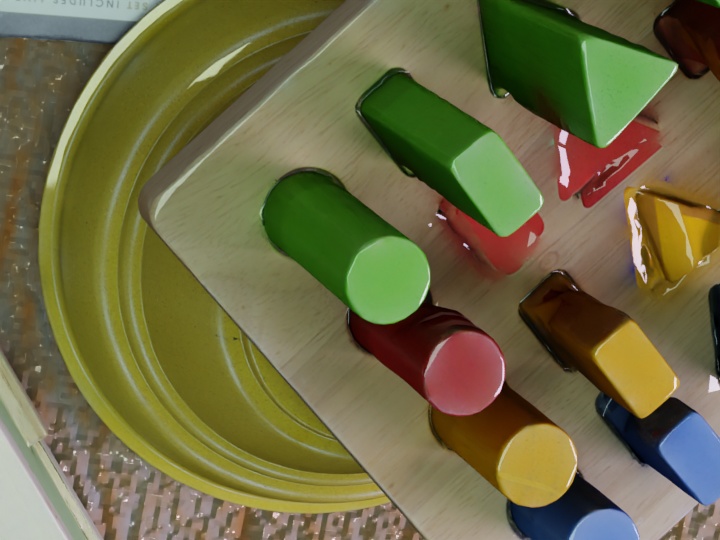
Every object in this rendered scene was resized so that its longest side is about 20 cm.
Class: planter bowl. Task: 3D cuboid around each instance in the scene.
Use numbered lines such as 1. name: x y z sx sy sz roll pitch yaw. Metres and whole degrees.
1. planter bowl: 0.000 0.000 0.974 0.199 0.083 0.202 -4 109 -12

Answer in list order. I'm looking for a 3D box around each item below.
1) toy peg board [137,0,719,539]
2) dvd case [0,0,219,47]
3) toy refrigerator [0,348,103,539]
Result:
1. toy peg board: 0.077 -0.006 0.895 0.200 0.098 0.199 -42 113 -4
2. dvd case: -0.082 -0.172 0.962 0.148 0.016 0.201 4 104 -9
3. toy refrigerator: -0.144 0.048 0.980 0.070 0.076 0.201 -29 106 1
